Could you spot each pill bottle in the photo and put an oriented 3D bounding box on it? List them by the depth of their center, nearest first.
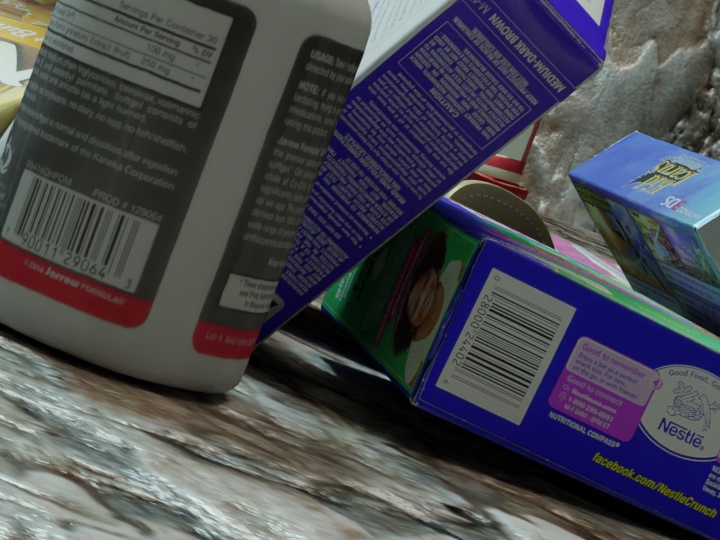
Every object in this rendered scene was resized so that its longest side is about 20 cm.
[{"bbox_3d":[-0.061,-0.066,0.989,0.110,0.201,0.111,21,5,-2],"label":"pill bottle"}]

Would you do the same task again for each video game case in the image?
[{"bbox_3d":[0.182,0.031,1.277,0.182,0.045,0.200,59,-5,-14],"label":"video game case"}]

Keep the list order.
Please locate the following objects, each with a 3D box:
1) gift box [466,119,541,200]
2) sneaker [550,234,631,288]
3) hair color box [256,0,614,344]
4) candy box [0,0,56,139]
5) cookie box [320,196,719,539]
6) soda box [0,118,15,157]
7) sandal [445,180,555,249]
[{"bbox_3d":[0.013,-0.091,1.672,0.184,0.201,0.187,15,6,-1],"label":"gift box"},{"bbox_3d":[0.108,0.026,1.479,0.199,0.082,0.088,30,5,7],"label":"sneaker"},{"bbox_3d":[0.012,-0.066,1.119,0.065,0.200,0.109,46,27,-14],"label":"hair color box"},{"bbox_3d":[-0.169,-0.079,1.201,0.115,0.056,0.200,24,24,24],"label":"candy box"},{"bbox_3d":[0.085,0.036,1.158,0.171,0.075,0.200,25,3,-15],"label":"cookie box"},{"bbox_3d":[-0.089,-0.075,1.140,0.068,0.063,0.200,43,34,-13],"label":"soda box"},{"bbox_3d":[0.064,0.015,1.343,0.069,0.078,0.212,20,-11,41],"label":"sandal"}]
